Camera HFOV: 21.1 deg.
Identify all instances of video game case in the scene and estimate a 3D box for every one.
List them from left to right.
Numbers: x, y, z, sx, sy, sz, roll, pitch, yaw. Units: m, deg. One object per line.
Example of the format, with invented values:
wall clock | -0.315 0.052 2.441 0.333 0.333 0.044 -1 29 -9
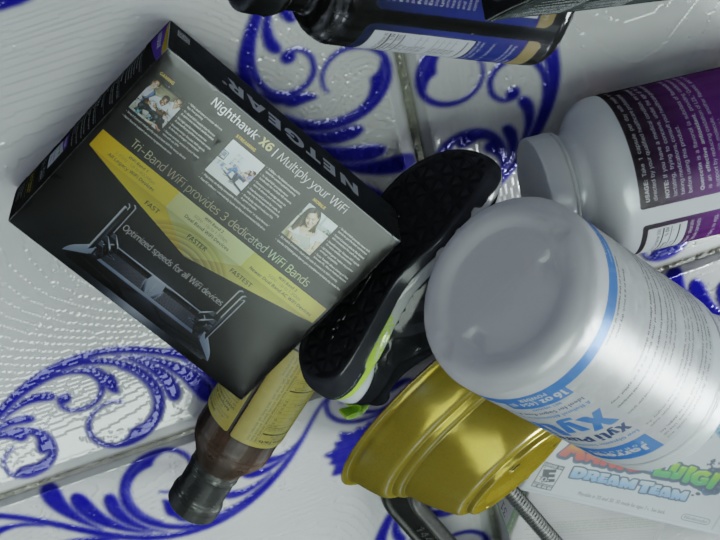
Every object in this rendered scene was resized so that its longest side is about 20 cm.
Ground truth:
video game case | 0.241 0.113 1.453 0.199 0.024 0.183 15 120 -21

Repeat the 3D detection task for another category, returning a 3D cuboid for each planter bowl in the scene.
planter bowl | 0.088 0.115 1.386 0.200 0.084 0.201 -39 164 -13

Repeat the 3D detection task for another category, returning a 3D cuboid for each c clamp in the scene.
c clamp | 0.118 0.201 1.522 0.170 0.027 0.200 -28 118 36

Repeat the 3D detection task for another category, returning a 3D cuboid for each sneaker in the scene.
sneaker | 0.034 0.009 1.297 0.083 0.072 0.200 29 101 -46

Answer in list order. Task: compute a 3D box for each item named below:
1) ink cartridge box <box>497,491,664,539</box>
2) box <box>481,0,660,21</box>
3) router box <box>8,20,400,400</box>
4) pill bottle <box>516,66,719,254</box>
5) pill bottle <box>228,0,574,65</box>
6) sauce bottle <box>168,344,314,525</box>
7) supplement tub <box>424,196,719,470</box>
ink cartridge box | 0.181 0.201 1.584 0.145 0.048 0.201 -1 135 -19
box | 0.162 -0.240 1.109 0.199 0.086 0.165 -10 89 -22
router box | -0.098 -0.035 1.237 0.200 0.052 0.157 40 108 -20
pill bottle | 0.213 -0.075 1.320 0.199 0.113 0.113 -13 132 -10
pill bottle | 0.024 -0.186 1.155 0.199 0.112 0.112 4 127 -23
sauce bottle | -0.079 0.100 1.389 0.064 0.065 0.200 16 122 -31
supplement tub | 0.145 0.044 1.262 0.132 0.132 0.200 -43 138 16
